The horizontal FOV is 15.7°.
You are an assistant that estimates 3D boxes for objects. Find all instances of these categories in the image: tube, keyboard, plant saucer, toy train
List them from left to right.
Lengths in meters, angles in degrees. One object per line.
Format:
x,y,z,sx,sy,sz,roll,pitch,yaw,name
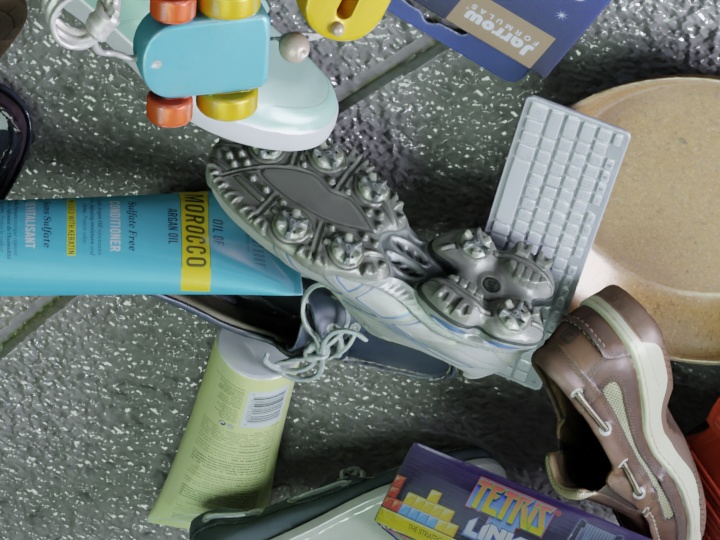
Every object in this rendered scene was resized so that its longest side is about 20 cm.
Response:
-0.133,-0.013,1.401,0.199,0.078,0.050,-2,146,-5,tube
-0.078,0.102,1.559,0.058,0.052,0.200,42,144,21,tube
-0.050,-0.160,1.217,0.200,0.056,0.150,-38,127,9,toy train
0.092,-0.012,1.375,0.056,0.011,0.200,17,136,2,keyboard
0.179,-0.033,1.361,0.199,0.036,0.201,8,135,8,plant saucer

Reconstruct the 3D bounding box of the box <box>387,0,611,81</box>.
0.077,-0.171,1.264,0.121,0.032,0.200,29,135,-12,box

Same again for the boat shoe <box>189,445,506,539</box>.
-0.012,0.141,1.553,0.199,0.062,0.073,-23,141,5,boat shoe

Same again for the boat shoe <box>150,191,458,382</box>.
-0.032,0.021,1.454,0.199,0.062,0.075,26,135,-9,boat shoe

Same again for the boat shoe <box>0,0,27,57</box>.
-0.239,-0.113,1.348,0.071,0.076,0.200,1,149,-45,boat shoe

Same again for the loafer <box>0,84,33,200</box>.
-0.258,-0.022,1.432,0.200,0.063,0.072,-40,104,15,loafer

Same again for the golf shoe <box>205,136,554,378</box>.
0.000,0.000,1.376,0.199,0.078,0.097,30,145,-1,golf shoe

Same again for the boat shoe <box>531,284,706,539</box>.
0.132,0.097,1.418,0.075,0.075,0.203,40,157,46,boat shoe

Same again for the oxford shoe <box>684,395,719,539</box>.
0.221,0.105,1.458,0.071,0.072,0.200,58,154,12,oxford shoe

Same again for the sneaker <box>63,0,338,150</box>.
-0.069,-0.145,1.300,0.200,0.074,0.118,35,129,-19,sneaker

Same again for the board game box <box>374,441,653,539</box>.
0.129,0.179,1.470,0.199,0.057,0.165,21,165,36,board game box
